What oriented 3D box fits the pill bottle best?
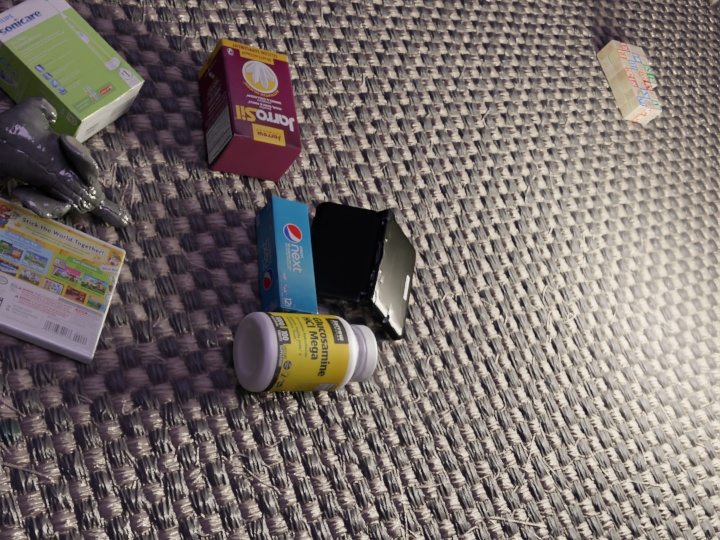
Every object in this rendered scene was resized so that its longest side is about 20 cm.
[{"bbox_3d":[-0.078,0.121,1.427,0.198,0.112,0.114,4,60,-34],"label":"pill bottle"}]

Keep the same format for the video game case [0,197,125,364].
[{"bbox_3d":[-0.431,0.011,1.303,0.198,0.023,0.184,24,50,-21],"label":"video game case"}]

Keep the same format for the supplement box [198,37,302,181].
[{"bbox_3d":[-0.185,-0.264,1.606,0.129,0.103,0.203,7,58,-33],"label":"supplement box"}]

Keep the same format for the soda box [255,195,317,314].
[{"bbox_3d":[-0.117,-0.011,1.518,0.067,0.064,0.203,12,56,-30],"label":"soda box"}]

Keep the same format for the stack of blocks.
[{"bbox_3d":[0.674,-0.465,2.401,0.114,0.059,0.203,4,60,-35],"label":"stack of blocks"}]

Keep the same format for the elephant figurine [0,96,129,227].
[{"bbox_3d":[-0.411,-0.133,1.327,0.199,0.142,0.155,41,40,-2],"label":"elephant figurine"}]

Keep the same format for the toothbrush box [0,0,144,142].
[{"bbox_3d":[-0.449,-0.300,1.447,0.200,0.086,0.146,45,46,-4],"label":"toothbrush box"}]

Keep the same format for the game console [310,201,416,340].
[{"bbox_3d":[0.000,0.000,1.630,0.176,0.115,0.202,53,37,-40],"label":"game console"}]
